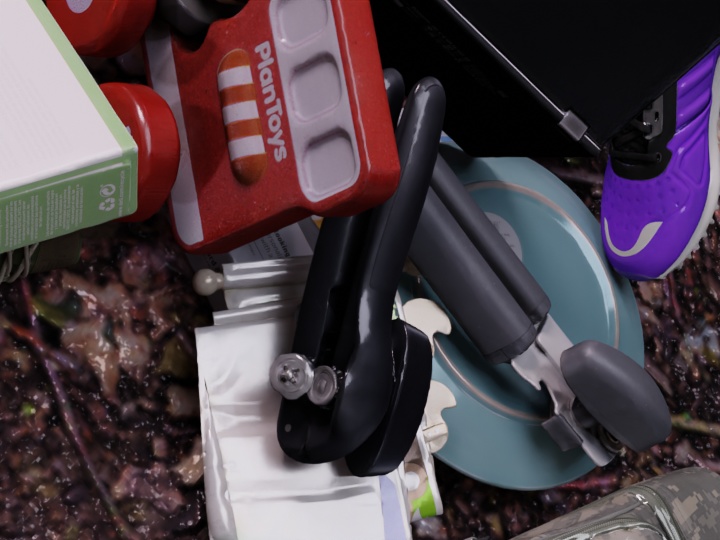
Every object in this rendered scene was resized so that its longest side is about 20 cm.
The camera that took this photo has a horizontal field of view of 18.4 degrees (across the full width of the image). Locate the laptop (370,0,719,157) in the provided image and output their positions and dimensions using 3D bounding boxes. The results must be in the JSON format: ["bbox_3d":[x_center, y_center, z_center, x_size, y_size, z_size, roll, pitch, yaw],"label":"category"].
[{"bbox_3d":[0.072,-0.159,1.118,0.187,0.200,0.116,42,74,-22],"label":"laptop"}]

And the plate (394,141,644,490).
[{"bbox_3d":[0.080,0.019,1.204,0.199,0.026,0.202,13,65,-29],"label":"plate"}]

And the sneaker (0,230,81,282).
[{"bbox_3d":[-0.176,-0.025,1.075,0.090,0.067,0.201,33,52,-11],"label":"sneaker"}]

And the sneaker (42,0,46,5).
[{"bbox_3d":[-0.143,-0.158,1.165,0.199,0.077,0.085,2,110,-48],"label":"sneaker"}]

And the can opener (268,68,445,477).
[{"bbox_3d":[0.000,0.000,1.090,0.078,0.063,0.202,7,91,-59],"label":"can opener"}]

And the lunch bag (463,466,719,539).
[{"bbox_3d":[0.129,0.215,1.114,0.167,0.139,0.201,-12,77,-45],"label":"lunch bag"}]

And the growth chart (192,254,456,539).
[{"bbox_3d":[-0.021,0.084,1.117,0.144,0.018,0.202,4,76,-16],"label":"growth chart"}]

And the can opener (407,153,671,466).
[{"bbox_3d":[0.088,0.015,1.147,0.200,0.067,0.053,52,35,-15],"label":"can opener"}]

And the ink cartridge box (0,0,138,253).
[{"bbox_3d":[-0.219,-0.062,1.007,0.199,0.048,0.146,-18,51,-23],"label":"ink cartridge box"}]

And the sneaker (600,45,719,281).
[{"bbox_3d":[0.155,-0.098,1.223,0.099,0.069,0.202,16,87,-46],"label":"sneaker"}]

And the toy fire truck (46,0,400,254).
[{"bbox_3d":[-0.055,-0.110,1.064,0.112,0.167,0.201,3,73,-45],"label":"toy fire truck"}]

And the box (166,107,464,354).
[{"bbox_3d":[0.013,0.001,1.207,0.199,0.041,0.157,-23,84,-39],"label":"box"}]
